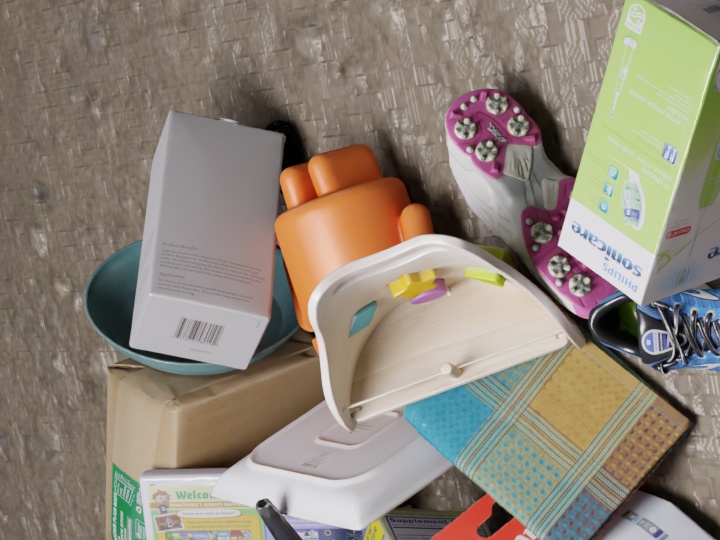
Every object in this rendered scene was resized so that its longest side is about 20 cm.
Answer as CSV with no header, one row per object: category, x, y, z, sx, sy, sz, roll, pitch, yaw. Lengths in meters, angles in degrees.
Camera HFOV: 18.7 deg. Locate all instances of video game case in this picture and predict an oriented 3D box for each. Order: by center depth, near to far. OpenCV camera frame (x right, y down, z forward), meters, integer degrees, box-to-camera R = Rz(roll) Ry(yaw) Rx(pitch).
video game case,-0.080,0.254,1.862,0.200,0.022,0.182,-2,106,12

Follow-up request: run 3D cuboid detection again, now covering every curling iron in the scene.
curling iron,-0.047,0.251,1.778,0.026,0.050,0.200,42,161,42

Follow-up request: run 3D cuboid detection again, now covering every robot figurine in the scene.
robot figurine,0.001,0.000,1.803,0.144,0.117,0.200,-18,88,9

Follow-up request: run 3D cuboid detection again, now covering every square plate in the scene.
square plate,0.003,0.139,1.785,0.200,0.198,0.028,5,120,50

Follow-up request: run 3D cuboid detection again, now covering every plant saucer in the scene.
plant saucer,-0.142,0.034,1.928,0.200,0.200,0.036,35,137,38

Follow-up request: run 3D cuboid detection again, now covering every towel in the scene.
towel,0.139,0.112,1.684,0.147,0.022,0.200,-49,57,-1

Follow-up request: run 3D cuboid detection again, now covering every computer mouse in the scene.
computer mouse,-0.045,-0.037,1.912,0.059,0.034,0.200,-37,74,51

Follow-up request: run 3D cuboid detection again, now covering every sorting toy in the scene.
sorting toy,0.044,0.023,1.638,0.200,0.180,0.107,-21,67,11

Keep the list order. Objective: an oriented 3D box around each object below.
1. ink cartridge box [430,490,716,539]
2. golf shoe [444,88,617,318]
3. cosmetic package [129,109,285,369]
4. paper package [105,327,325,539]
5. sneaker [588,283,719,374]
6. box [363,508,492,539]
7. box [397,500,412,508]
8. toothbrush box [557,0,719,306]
ink cartridge box,0.160,0.217,1.652,0.200,0.160,0.047,41,159,33
golf shoe,0.132,-0.044,1.678,0.200,0.075,0.092,58,162,15
cosmetic package,-0.128,-0.028,1.855,0.085,0.108,0.200,116,162,-50
paper package,-0.128,0.160,1.961,0.103,0.191,0.200,30,127,41
sneaker,0.243,0.047,1.546,0.200,0.089,0.079,5,108,50
box,0.058,0.317,1.733,0.200,0.097,0.176,-115,35,-54
box,0.019,0.328,1.960,0.193,0.048,0.200,-35,75,48
toothbrush box,0.230,-0.094,1.463,0.086,0.146,0.200,40,130,34
